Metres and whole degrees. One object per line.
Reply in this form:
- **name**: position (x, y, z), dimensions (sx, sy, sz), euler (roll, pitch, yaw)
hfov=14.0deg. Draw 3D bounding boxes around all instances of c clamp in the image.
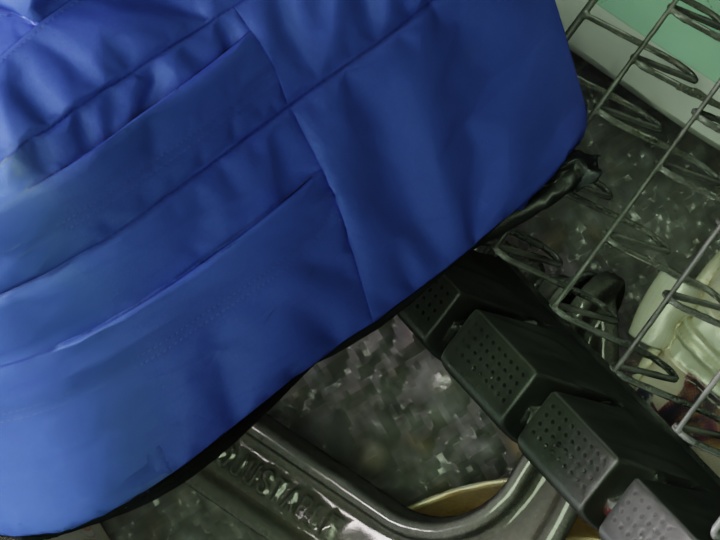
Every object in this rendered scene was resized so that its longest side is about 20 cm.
- **c clamp**: position (0.000, 0.000, 0.869), dimensions (0.200, 0.027, 0.171), euler (38, 94, 23)

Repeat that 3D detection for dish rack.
- **dish rack**: position (0.101, -0.024, 0.755), dimensions (0.200, 0.055, 0.153), euler (-55, 50, 14)

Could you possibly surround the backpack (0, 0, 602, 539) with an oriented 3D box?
- **backpack**: position (-0.076, -0.044, 0.725), dimensions (0.200, 0.168, 0.162), euler (-43, 32, -27)

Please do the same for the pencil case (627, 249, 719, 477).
- **pencil case**: position (0.159, 0.072, 0.816), dimensions (0.200, 0.089, 0.078), euler (42, 92, 13)

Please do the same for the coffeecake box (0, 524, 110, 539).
- **coffeecake box**: position (-0.161, 0.031, 0.850), dimensions (0.073, 0.154, 0.200), euler (-34, 79, 7)

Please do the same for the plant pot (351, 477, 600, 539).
- **plant pot**: position (0.057, 0.160, 0.861), dimensions (0.199, 0.027, 0.201), euler (-1, 85, 11)

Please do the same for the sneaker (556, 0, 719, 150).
- **sneaker**: position (0.123, -0.091, 0.840), dimensions (0.200, 0.074, 0.118), euler (37, 96, 18)
